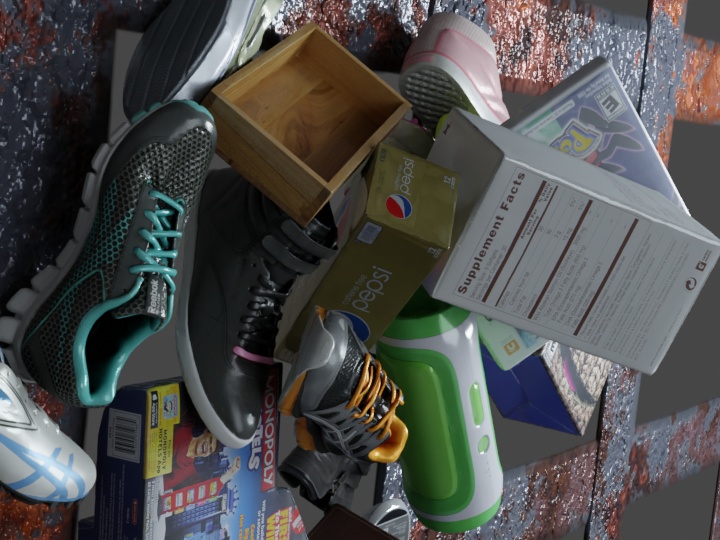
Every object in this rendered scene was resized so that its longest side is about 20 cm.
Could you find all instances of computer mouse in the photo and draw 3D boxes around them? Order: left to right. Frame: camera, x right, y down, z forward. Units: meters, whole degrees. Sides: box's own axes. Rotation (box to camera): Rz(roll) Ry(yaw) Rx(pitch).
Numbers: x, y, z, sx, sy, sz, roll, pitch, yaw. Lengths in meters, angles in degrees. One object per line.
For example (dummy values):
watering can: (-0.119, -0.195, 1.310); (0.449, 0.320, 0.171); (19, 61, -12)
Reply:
computer mouse: (0.000, 0.288, 1.175); (0.109, 0.044, 0.202); (-5, 109, -51)

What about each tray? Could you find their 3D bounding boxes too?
tray: (-0.036, -0.105, 0.917); (0.037, 0.098, 0.200); (-49, -178, 29)

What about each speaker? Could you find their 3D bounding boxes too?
speaker: (0.063, 0.108, 1.074); (0.088, 0.088, 0.202); (-40, 128, -45)

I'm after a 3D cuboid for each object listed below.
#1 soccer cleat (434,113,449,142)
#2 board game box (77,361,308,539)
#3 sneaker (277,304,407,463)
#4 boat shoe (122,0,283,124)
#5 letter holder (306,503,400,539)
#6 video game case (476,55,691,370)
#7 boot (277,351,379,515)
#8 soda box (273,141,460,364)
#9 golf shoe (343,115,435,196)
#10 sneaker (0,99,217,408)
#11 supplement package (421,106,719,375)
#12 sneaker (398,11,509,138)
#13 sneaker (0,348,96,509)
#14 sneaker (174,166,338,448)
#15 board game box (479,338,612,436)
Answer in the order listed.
soccer cleat: (0.124, -0.058, 1.104); (0.201, 0.083, 0.065); (54, 48, -39)
board game box: (-0.111, 0.166, 0.955); (0.199, 0.061, 0.202); (-5, 101, -59)
sneaker: (-0.007, 0.085, 0.940); (0.200, 0.077, 0.079); (75, 36, -69)
boat shoe: (-0.090, -0.162, 0.891); (0.062, 0.071, 0.201); (52, 53, -43)
letter holder: (-0.019, 0.303, 1.018); (0.200, 0.142, 0.101); (-45, 132, -24)
video game case: (0.152, -0.041, 1.072); (0.199, 0.023, 0.183); (-35, 117, 1)
boot: (0.006, 0.154, 1.141); (0.200, 0.069, 0.133); (38, 72, -45)
soda box: (0.000, 0.000, 0.964); (0.200, 0.064, 0.068); (126, -19, -51)
golf shoe: (0.048, -0.042, 1.145); (0.092, 0.075, 0.200); (-55, 132, -20)
sneaker: (-0.134, -0.004, 0.800); (0.077, 0.091, 0.201); (25, 97, -48)
supplement package: (0.143, -0.022, 1.001); (0.199, 0.117, 0.118); (20, 107, -22)
sneaker: (0.102, -0.136, 1.159); (0.201, 0.075, 0.105); (54, 35, -36)
sneaker: (-0.210, 0.079, 0.768); (0.073, 0.072, 0.200); (-55, 141, -10)
sneaker: (-0.065, 0.013, 0.894); (0.071, 0.099, 0.202); (25, 56, -50)
board game box: (0.198, 0.036, 1.359); (0.201, 0.096, 0.160); (-63, 143, -24)
